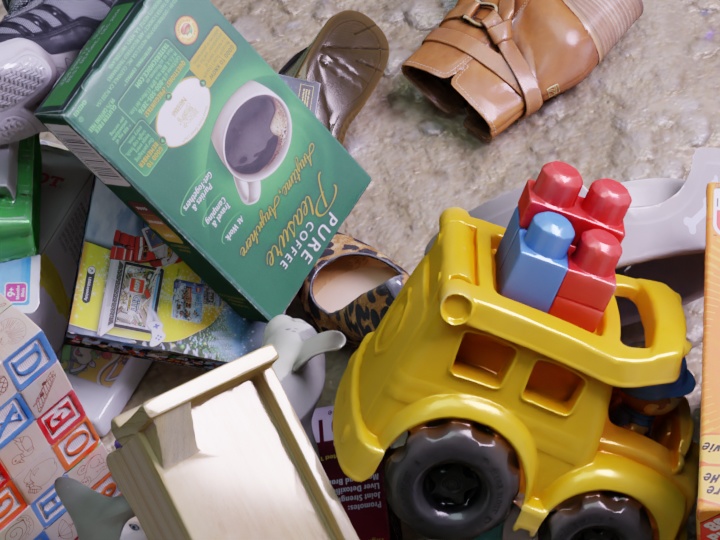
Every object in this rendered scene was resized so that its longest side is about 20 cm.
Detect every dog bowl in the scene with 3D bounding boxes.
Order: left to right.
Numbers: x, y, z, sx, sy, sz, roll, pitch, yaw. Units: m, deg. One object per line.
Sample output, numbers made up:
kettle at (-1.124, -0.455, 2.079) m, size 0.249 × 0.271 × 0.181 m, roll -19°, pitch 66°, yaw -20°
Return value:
dog bowl at (0.141, -0.008, 1.054) m, size 0.199 × 0.200 × 0.059 m, roll -15°, pitch 74°, yaw 2°

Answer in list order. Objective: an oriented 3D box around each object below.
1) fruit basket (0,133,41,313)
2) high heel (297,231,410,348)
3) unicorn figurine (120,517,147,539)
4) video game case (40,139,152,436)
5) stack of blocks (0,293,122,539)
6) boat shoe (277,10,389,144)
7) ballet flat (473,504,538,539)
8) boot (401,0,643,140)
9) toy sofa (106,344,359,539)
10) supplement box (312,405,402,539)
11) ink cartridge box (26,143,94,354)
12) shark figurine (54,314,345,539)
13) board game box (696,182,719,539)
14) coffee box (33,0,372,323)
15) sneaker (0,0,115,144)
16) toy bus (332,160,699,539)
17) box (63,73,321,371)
fruit basket at (-0.297, -0.052, 1.098) m, size 0.198 × 0.094 × 0.186 m, roll 3°, pitch 52°, yaw -11°
high heel at (0.000, 0.000, 1.106) m, size 0.071 × 0.143 × 0.200 m, roll -32°, pitch 52°, yaw -10°
unicorn figurine at (-0.149, 0.221, 1.027) m, size 0.137 × 0.074 × 0.201 m, roll -23°, pitch 65°, yaw -17°
video game case at (-0.203, 0.005, 1.230) m, size 0.181 × 0.023 × 0.201 m, roll 16°, pitch 58°, yaw 24°
stack of blocks at (-0.215, 0.114, 1.033) m, size 0.115 × 0.201 × 0.058 m, roll -41°, pitch 55°, yaw -20°
boat shoe at (-0.048, -0.094, 1.243) m, size 0.073 × 0.065 × 0.200 m, roll 41°, pitch 65°, yaw -8°
ballet flat at (0.100, 0.184, 0.982) m, size 0.067 × 0.070 × 0.201 m, roll 18°, pitch 53°, yaw -18°
boot at (0.087, -0.186, 1.286) m, size 0.155 × 0.077 × 0.200 m, roll -41°, pitch 62°, yaw -13°
toy sofa at (-0.050, 0.149, 0.925) m, size 0.082 × 0.098 × 0.201 m, roll -24°, pitch 82°, yaw -26°
supplement box at (-0.029, 0.179, 1.028) m, size 0.108 × 0.061 × 0.201 m, roll -10°, pitch 52°, yaw 5°
ink cartridge box at (-0.266, 0.012, 1.173) m, size 0.144 × 0.084 × 0.201 m, roll 14°, pitch 58°, yaw 22°
shark figurine at (-0.066, 0.107, 1.007) m, size 0.214 × 0.090 × 0.128 m, roll -42°, pitch 21°, yaw -32°
board game box at (0.282, 0.092, 0.930) m, size 0.198 × 0.200 × 0.201 m, roll 0°, pitch 53°, yaw 13°
coffee box at (-0.092, -0.074, 1.078) m, size 0.044 × 0.200 × 0.123 m, roll 5°, pitch 57°, yaw 51°
sneaker at (-0.210, -0.143, 1.083) m, size 0.199 × 0.076 × 0.114 m, roll -10°, pitch 60°, yaw -43°
toy bus at (0.109, 0.047, 0.934) m, size 0.199 × 0.193 × 0.136 m, roll 22°, pitch 25°, yaw -9°
box at (-0.108, -0.039, 1.154) m, size 0.136 × 0.038 × 0.201 m, roll 12°, pitch 74°, yaw -12°
